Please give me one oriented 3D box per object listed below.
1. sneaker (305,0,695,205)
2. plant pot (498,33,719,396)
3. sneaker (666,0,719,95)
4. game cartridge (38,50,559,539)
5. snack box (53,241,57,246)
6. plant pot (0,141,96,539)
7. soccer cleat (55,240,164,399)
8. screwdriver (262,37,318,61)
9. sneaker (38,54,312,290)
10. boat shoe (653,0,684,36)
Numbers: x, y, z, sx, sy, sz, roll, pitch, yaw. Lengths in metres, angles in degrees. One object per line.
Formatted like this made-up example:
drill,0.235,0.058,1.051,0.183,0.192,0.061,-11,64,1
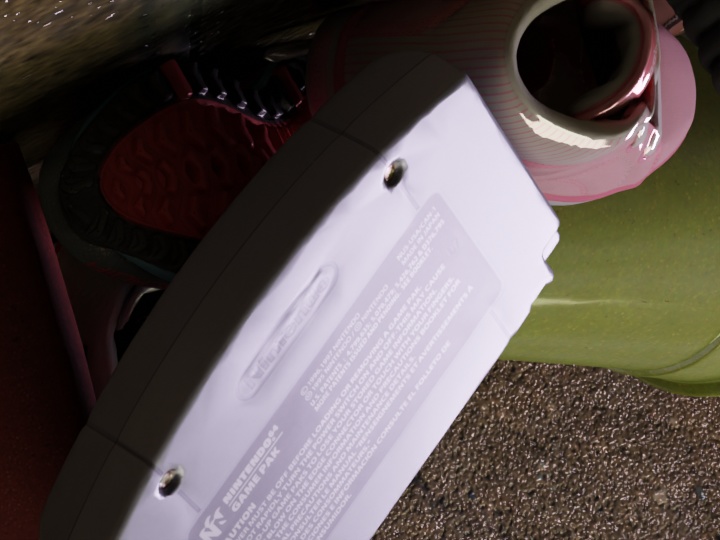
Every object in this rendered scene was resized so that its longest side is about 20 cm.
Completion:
sneaker,0.083,-0.066,0.950,0.104,0.076,0.199,-6,176,42
plant pot,0.095,-0.031,1.233,0.189,0.201,0.200,-7,164,-44
sneaker,0.137,-0.106,0.951,0.070,0.100,0.200,-29,177,14
game cartridge,-0.017,0.033,0.854,0.201,0.040,0.133,-54,148,-12
snack box,-0.178,0.043,1.166,0.199,0.053,0.142,-25,174,-27
plant pot,-0.176,0.093,0.914,0.199,0.177,0.200,-25,177,-14
soccer cleat,-0.076,0.023,0.990,0.068,0.201,0.086,4,128,-14
screwdriver,0.027,-0.097,0.981,0.028,0.029,0.199,-29,168,40
sneaker,-0.064,-0.019,0.909,0.095,0.080,0.200,-26,177,22
boat shoe,0.086,-0.083,1.122,0.076,0.072,0.199,-29,176,41
